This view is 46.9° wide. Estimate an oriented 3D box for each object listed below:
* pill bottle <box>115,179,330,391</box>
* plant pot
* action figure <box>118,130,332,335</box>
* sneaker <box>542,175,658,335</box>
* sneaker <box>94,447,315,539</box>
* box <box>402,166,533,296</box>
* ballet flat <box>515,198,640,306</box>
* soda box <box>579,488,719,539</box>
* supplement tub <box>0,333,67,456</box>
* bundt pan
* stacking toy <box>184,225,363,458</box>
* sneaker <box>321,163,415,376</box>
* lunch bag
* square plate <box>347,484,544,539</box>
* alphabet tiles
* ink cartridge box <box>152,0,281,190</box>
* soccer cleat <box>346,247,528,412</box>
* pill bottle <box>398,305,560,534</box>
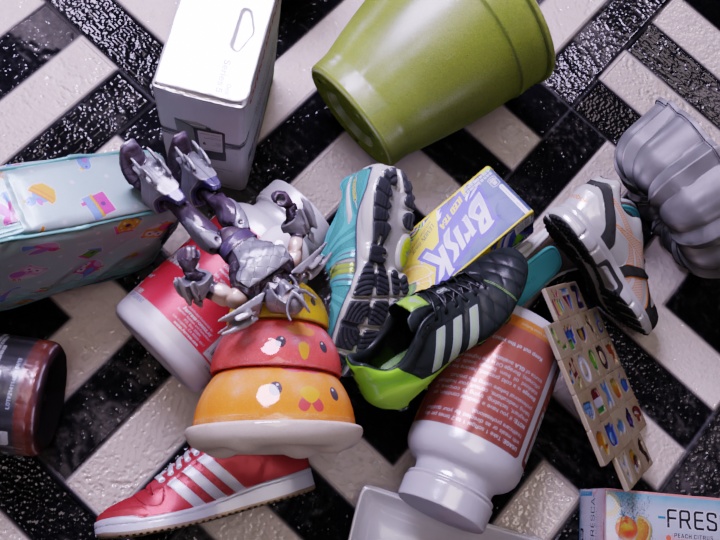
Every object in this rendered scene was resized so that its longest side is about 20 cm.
[{"bbox_3d":[-0.124,0.009,0.794,0.112,0.112,0.200,43,73,5],"label":"pill bottle"},{"bbox_3d":[0.059,-0.216,0.857,0.193,0.200,0.200,-40,83,-4],"label":"plant pot"},{"bbox_3d":[-0.109,-0.030,0.671,0.130,0.069,0.200,-32,66,-35],"label":"action figure"},{"bbox_3d":[0.262,-0.011,0.834,0.080,0.074,0.200,-46,126,-9],"label":"sneaker"},{"bbox_3d":[-0.150,0.174,0.766,0.200,0.071,0.113,-11,80,-19],"label":"sneaker"},{"bbox_3d":[0.076,-0.008,0.824,0.200,0.064,0.070,-40,69,-3],"label":"box"},{"bbox_3d":[0.202,-0.026,0.877,0.200,0.069,0.069,-31,81,-16],"label":"ballet flat"},{"bbox_3d":[0.320,0.254,0.814,0.200,0.068,0.064,8,73,-7],"label":"soda box"},{"bbox_3d":[-0.374,0.102,0.736,0.200,0.107,0.107,9,74,-5],"label":"supplement tub"},{"bbox_3d":[0.331,-0.073,0.851,0.076,0.202,0.202,-34,81,10],"label":"bundt pan"},{"bbox_3d":[-0.073,0.056,0.706,0.146,0.146,0.200,0,74,-8],"label":"stacking toy"},{"bbox_3d":[0.000,0.000,0.776,0.077,0.080,0.200,19,78,-43],"label":"sneaker"},{"bbox_3d":[-0.265,-0.032,0.748,0.200,0.160,0.077,-15,71,-37],"label":"lunch bag"},{"bbox_3d":[0.067,0.327,0.778,0.198,0.028,0.200,18,73,-3],"label":"square plate"},{"bbox_3d":[0.232,0.107,0.809,0.006,0.166,0.200,-26,81,30],"label":"alphabet tiles"},{"bbox_3d":[-0.133,-0.185,0.800,0.084,0.200,0.146,13,73,-4],"label":"ink cartridge box"},{"bbox_3d":[0.073,0.041,0.744,0.200,0.081,0.068,-43,41,-12],"label":"soccer cleat"},{"bbox_3d":[0.112,0.137,0.786,0.112,0.112,0.200,27,67,0],"label":"pill bottle"}]
